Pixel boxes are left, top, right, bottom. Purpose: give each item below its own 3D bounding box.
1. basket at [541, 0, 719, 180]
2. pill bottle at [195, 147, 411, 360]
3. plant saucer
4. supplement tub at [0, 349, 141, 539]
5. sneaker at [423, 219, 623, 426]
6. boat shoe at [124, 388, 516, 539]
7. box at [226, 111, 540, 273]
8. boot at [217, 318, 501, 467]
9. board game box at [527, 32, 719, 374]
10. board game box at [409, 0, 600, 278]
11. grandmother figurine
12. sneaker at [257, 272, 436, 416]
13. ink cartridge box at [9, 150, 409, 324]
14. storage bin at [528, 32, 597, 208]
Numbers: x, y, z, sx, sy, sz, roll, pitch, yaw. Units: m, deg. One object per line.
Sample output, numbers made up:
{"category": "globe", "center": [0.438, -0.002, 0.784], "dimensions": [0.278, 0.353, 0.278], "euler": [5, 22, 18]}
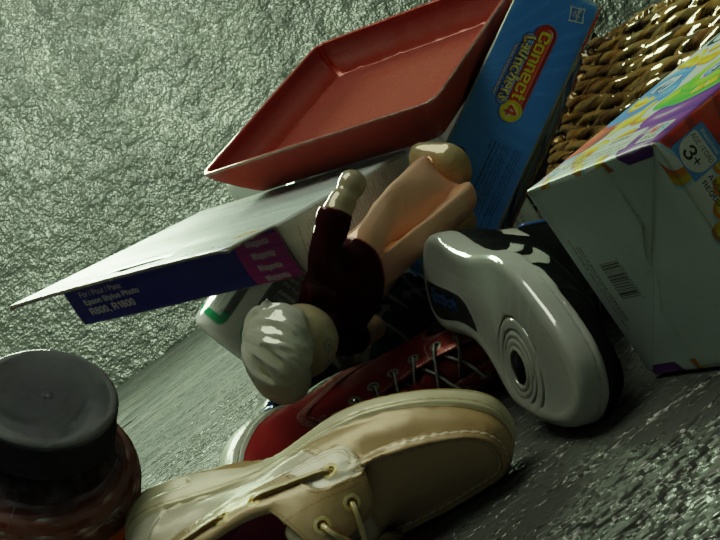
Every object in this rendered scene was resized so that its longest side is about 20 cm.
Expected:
{"category": "basket", "center": [0.215, -0.069, 0.753], "dimensions": [0.144, 0.148, 0.200], "euler": [-71, 15, -12]}
{"category": "pill bottle", "center": [-0.026, -0.012, 0.981], "dimensions": [0.201, 0.113, 0.113], "euler": [-55, 7, -2]}
{"category": "plant saucer", "center": [0.012, -0.128, 0.918], "dimensions": [0.199, 0.037, 0.200], "euler": [-14, 28, 35]}
{"category": "supplement tub", "center": [-0.170, 0.139, 0.674], "dimensions": [0.107, 0.106, 0.201], "euler": [-43, -26, -51]}
{"category": "sneaker", "center": [0.113, 0.011, 0.663], "dimensions": [0.111, 0.074, 0.200], "euler": [-11, 20, -14]}
{"category": "boat shoe", "center": [-0.018, 0.118, 0.601], "dimensions": [0.199, 0.074, 0.069], "euler": [-23, 36, 13]}
{"category": "box", "center": [0.015, -0.059, 1.161], "dimensions": [0.171, 0.201, 0.199], "euler": [-35, 6, -18]}
{"category": "boot", "center": [0.012, 0.079, 0.722], "dimensions": [0.144, 0.073, 0.200], "euler": [-31, 4, 27]}
{"category": "board game box", "center": [0.193, -0.058, 0.577], "dimensions": [0.200, 0.105, 0.103], "euler": [-39, 7, -22]}
{"category": "board game box", "center": [0.098, -0.082, 0.928], "dimensions": [0.201, 0.056, 0.196], "euler": [-65, -8, -3]}
{"category": "grandmother figurine", "center": [0.000, 0.000, 0.737], "dimensions": [0.060, 0.122, 0.200], "euler": [7, 39, 35]}
{"category": "sneaker", "center": [-0.012, 0.071, 0.912], "dimensions": [0.200, 0.077, 0.085], "euler": [-38, -1, -40]}
{"category": "ink cartridge box", "center": [-0.089, -0.011, 0.833], "dimensions": [0.195, 0.044, 0.200], "euler": [-13, 14, 37]}
{"category": "storage bin", "center": [0.166, -0.144, 1.273], "dimensions": [0.199, 0.136, 0.094], "euler": [-34, 5, 16]}
